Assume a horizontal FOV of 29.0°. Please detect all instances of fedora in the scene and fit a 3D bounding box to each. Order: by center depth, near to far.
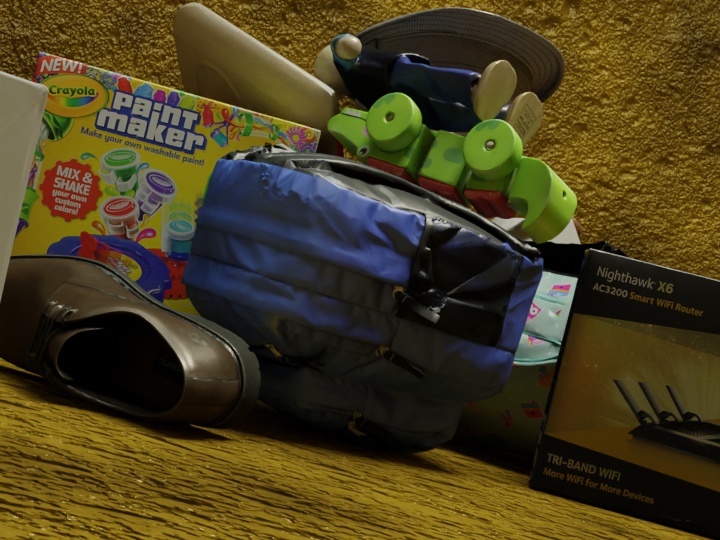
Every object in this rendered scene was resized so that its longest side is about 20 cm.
[{"bbox_3d":[0.063,-0.127,1.121,0.176,0.092,0.199,21,-19,-36],"label":"fedora"}]

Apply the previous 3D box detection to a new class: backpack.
[{"bbox_3d":[-0.011,0.015,0.878,0.198,0.170,0.162,23,-9,-27],"label":"backpack"},{"bbox_3d":[0.127,0.062,1.038,0.198,0.168,0.127,14,44,37],"label":"backpack"}]

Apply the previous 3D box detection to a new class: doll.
[{"bbox_3d":[0.037,-0.129,1.006,0.199,0.049,0.136,20,-14,44],"label":"doll"}]

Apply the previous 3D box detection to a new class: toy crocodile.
[{"bbox_3d":[0.058,-0.069,0.937,0.198,0.062,0.067,20,-14,33],"label":"toy crocodile"}]

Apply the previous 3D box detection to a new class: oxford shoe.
[{"bbox_3d":[-0.157,0.032,0.771,0.198,0.074,0.084,14,2,24],"label":"oxford shoe"}]

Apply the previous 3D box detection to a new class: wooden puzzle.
[{"bbox_3d":[-0.073,-0.104,1.143,0.185,0.202,0.046,35,54,30],"label":"wooden puzzle"}]

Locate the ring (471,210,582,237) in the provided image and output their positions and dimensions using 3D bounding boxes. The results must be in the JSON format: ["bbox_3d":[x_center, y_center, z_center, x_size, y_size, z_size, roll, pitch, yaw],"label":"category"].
[{"bbox_3d":[0.088,-0.058,1.163,0.198,0.019,0.200,12,-7,1],"label":"ring"}]

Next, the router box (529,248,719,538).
[{"bbox_3d":[0.223,0.086,0.902,0.197,0.159,0.052,14,0,6],"label":"router box"}]

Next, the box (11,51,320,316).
[{"bbox_3d":[-0.153,-0.031,0.990,0.197,0.195,0.122,14,0,-12],"label":"box"}]

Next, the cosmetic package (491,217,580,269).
[{"bbox_3d":[0.159,0.055,1.144,0.082,0.202,0.051,2,33,45],"label":"cosmetic package"}]

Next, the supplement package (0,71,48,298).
[{"bbox_3d":[-0.267,-0.036,0.530,0.198,0.149,0.191,14,0,29],"label":"supplement package"}]
